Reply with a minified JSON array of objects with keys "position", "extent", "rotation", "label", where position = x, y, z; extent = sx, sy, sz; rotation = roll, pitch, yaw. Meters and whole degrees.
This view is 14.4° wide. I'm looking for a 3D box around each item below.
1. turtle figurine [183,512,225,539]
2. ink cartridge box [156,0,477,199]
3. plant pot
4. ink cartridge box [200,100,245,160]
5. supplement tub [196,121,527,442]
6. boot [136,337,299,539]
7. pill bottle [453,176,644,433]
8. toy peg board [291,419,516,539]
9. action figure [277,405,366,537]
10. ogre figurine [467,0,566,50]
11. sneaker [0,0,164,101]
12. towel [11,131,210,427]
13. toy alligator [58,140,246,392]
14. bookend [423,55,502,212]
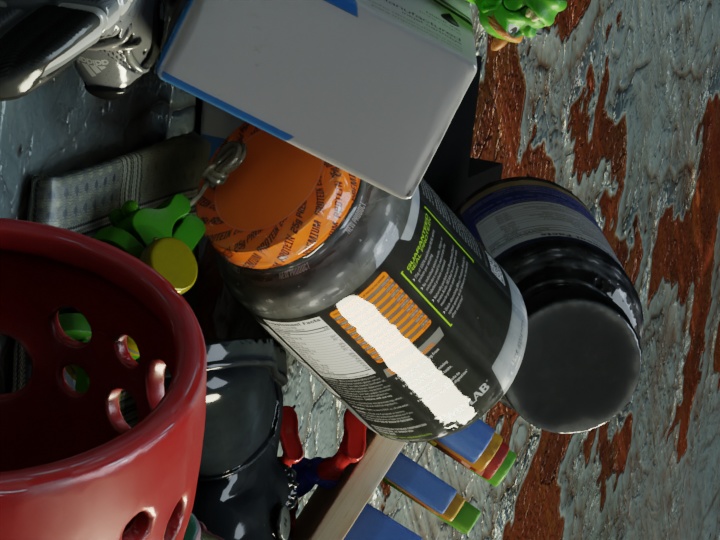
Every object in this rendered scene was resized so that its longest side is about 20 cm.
[{"position":[-0.106,0.171,1.470],"extent":[0.101,0.149,0.201],"rotation":[-48,150,-27],"label":"turtle figurine"},{"position":[-0.021,-0.130,1.498],"extent":[0.085,0.145,0.200],"rotation":[-62,-171,17],"label":"ink cartridge box"},{"position":[-0.168,0.104,1.224],"extent":[0.201,0.199,0.183],"rotation":[-52,152,-54],"label":"plant pot"},{"position":[-0.028,-0.143,1.682],"extent":[0.145,0.083,0.201],"rotation":[-36,135,-63],"label":"ink cartridge box"},{"position":[0.000,0.000,1.588],"extent":[0.200,0.122,0.123],"rotation":[47,54,-44],"label":"supplement tub"},{"position":[-0.074,0.124,1.551],"extent":[0.200,0.076,0.169],"rotation":[28,57,-79],"label":"boot"},{"position":[0.112,0.023,1.747],"extent":[0.200,0.111,0.113],"rotation":[-107,-159,-69],"label":"pill bottle"},{"position":[0.025,0.153,1.772],"extent":[0.201,0.098,0.199],"rotation":[-57,-178,-4],"label":"toy peg board"},{"position":[-0.053,0.108,1.750],"extent":[0.200,0.065,0.100],"rotation":[125,-37,-59],"label":"action figure"},{"position":[0.090,-0.182,1.468],"extent":[0.098,0.120,0.200],"rotation":[53,16,-4],"label":"ogre figurine"},{"position":[-0.134,-0.116,1.394],"extent":[0.200,0.075,0.116],"rotation":[-62,158,-45],"label":"sneaker"},{"position":[-0.140,0.028,1.545],"extent":[0.200,0.034,0.194],"rotation":[-22,119,-66],"label":"towel"},{"position":[-0.118,-0.007,1.470],"extent":[0.054,0.059,0.201],"rotation":[39,52,-19],"label":"toy alligator"},{"position":[0.030,-0.069,1.888],"extent":[0.199,0.092,0.201],"rotation":[-27,126,-67],"label":"bookend"}]
